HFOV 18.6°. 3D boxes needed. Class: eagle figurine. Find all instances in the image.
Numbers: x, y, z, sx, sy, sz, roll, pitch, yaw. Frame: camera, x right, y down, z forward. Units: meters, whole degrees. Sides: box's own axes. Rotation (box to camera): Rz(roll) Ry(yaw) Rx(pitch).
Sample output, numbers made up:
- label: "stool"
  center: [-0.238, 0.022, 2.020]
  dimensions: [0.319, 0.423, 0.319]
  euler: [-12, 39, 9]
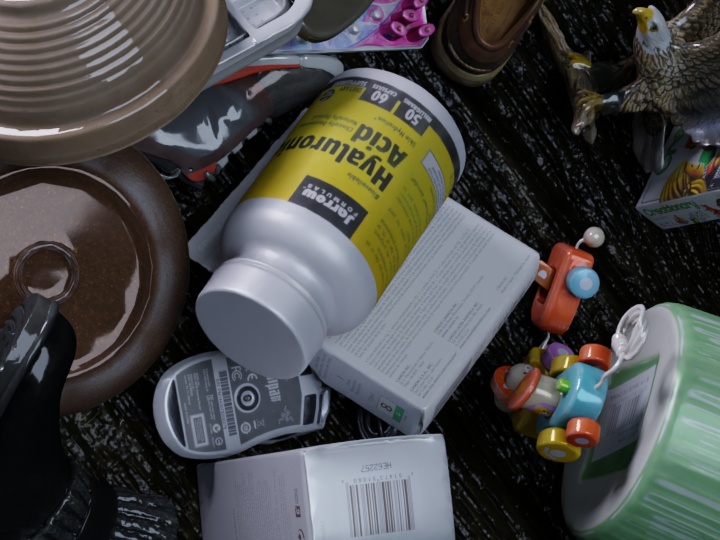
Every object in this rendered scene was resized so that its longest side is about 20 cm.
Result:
- label: "eagle figurine"
  center: [0.236, -0.161, 1.561]
  dimensions: [0.200, 0.151, 0.152]
  euler: [-23, 93, 14]

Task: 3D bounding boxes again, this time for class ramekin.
- label: "ramekin"
  center: [0.221, 0.120, 1.529]
  dimensions: [0.097, 0.200, 0.200]
  euler: [23, 75, -12]

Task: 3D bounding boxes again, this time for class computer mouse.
- label: "computer mouse"
  center: [-0.058, 0.078, 1.491]
  dimensions: [0.200, 0.044, 0.110]
  euler: [-9, 92, -30]

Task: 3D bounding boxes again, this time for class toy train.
- label: "toy train"
  center: [0.134, 0.047, 1.517]
  dimensions: [0.055, 0.200, 0.151]
  euler: [19, 100, -12]

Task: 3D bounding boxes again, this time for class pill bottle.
- label: "pill bottle"
  center: [-0.022, -0.028, 1.421]
  dimensions: [0.111, 0.111, 0.200]
  euler: [43, 56, -14]

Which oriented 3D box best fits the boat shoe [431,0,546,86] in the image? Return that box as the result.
- label: "boat shoe"
  center: [0.119, -0.227, 1.588]
  dimensions: [0.072, 0.068, 0.200]
  euler: [28, 72, -10]

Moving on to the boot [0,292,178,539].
- label: "boot"
  center: [-0.181, 0.128, 1.382]
  dimensions: [0.157, 0.079, 0.211]
  euler: [20, 108, -16]

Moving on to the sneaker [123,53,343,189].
- label: "sneaker"
  center: [-0.104, -0.098, 1.481]
  dimensions: [0.199, 0.077, 0.082]
  euler: [-13, 97, -14]

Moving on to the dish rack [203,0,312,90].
- label: "dish rack"
  center: [-0.144, -0.162, 1.427]
  dimensions: [0.200, 0.044, 0.172]
  euler: [-30, 54, -13]

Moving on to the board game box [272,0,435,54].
- label: "board game box"
  center: [-0.049, -0.253, 1.543]
  dimensions: [0.199, 0.026, 0.201]
  euler: [-5, 85, -25]

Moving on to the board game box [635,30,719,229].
- label: "board game box"
  center: [0.288, -0.128, 1.623]
  dimensions: [0.035, 0.126, 0.200]
  euler: [34, 71, -19]

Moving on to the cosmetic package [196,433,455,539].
- label: "cosmetic package"
  center: [-0.027, 0.148, 1.407]
  dimensions: [0.101, 0.200, 0.074]
  euler: [-3, 85, -25]

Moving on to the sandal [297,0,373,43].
- label: "sandal"
  center: [0.014, -0.241, 1.525]
  dimensions: [0.200, 0.054, 0.080]
  euler: [-44, 102, -22]

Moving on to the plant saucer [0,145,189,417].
- label: "plant saucer"
  center: [-0.204, 0.000, 1.409]
  dimensions: [0.200, 0.037, 0.201]
  euler: [-3, 99, -17]

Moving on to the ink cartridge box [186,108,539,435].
- label: "ink cartridge box"
  center: [0.000, 0.000, 1.501]
  dimensions: [0.200, 0.050, 0.161]
  euler: [31, 57, 12]

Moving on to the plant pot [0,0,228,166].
- label: "plant pot"
  center: [-0.189, -0.168, 1.356]
  dimensions: [0.200, 0.093, 0.201]
  euler: [-6, 53, 8]
